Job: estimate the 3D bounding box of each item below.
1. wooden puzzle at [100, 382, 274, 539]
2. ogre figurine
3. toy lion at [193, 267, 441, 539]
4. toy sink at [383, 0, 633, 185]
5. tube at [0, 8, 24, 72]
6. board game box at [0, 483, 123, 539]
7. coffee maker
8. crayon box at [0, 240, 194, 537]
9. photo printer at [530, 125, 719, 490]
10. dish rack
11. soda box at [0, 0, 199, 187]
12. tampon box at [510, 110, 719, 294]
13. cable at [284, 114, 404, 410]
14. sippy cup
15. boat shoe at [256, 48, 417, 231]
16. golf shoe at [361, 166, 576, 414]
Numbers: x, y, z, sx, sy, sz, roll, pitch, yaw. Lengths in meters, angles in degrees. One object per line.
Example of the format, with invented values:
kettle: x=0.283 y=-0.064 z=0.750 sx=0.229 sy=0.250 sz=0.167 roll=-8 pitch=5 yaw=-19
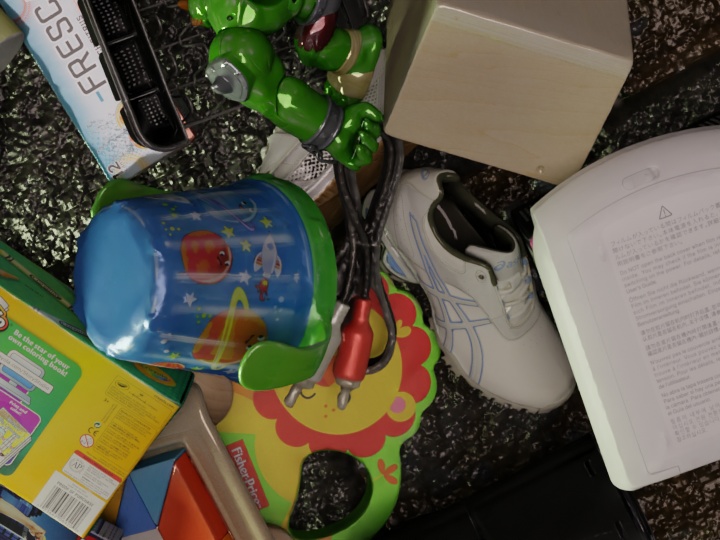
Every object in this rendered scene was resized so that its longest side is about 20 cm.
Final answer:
wooden puzzle: x=-0.140 y=0.189 z=1.418 sx=0.184 sy=0.037 sz=0.201 roll=-18 pitch=100 yaw=36
ogre figurine: x=-0.043 y=-0.171 z=1.295 sx=0.119 sy=0.098 sz=0.202 roll=9 pitch=92 yaw=-35
toy lion: x=-0.030 y=0.098 z=1.442 sx=0.190 sy=0.069 sz=0.201 roll=-21 pitch=101 yaw=-5
toy sink: x=0.091 y=-0.165 z=1.351 sx=0.129 sy=0.201 sz=0.112 roll=15 pitch=129 yaw=-11
tube: x=-0.299 y=-0.208 z=1.347 sx=0.200 sy=0.052 sz=0.058 roll=46 pitch=112 yaw=6
board game box: x=-0.240 y=0.225 z=1.423 sx=0.199 sy=0.062 sz=0.201 roll=28 pitch=114 yaw=-4
coffee maker: x=0.101 y=0.208 z=1.395 sx=0.199 sy=0.192 sz=0.135 roll=-27 pitch=84 yaw=2
crayon box: x=-0.222 y=0.064 z=1.335 sx=0.199 sy=0.058 sz=0.119 roll=35 pitch=109 yaw=-8
photo printer: x=0.202 y=0.017 z=1.294 sx=0.165 sy=0.069 sz=0.201 roll=-21 pitch=101 yaw=2
dish rack: x=-0.086 y=-0.175 z=1.354 sx=0.199 sy=0.054 sz=0.154 roll=-23 pitch=96 yaw=-23
soda box: x=-0.185 y=-0.158 z=1.384 sx=0.068 sy=0.064 sz=0.201 roll=-30 pitch=99 yaw=4
tampon box: x=0.223 y=-0.008 z=1.391 sx=0.199 sy=0.126 sz=0.151 roll=-25 pitch=100 yaw=3
cable: x=0.000 y=0.000 z=1.365 sx=0.096 sy=0.050 sz=0.201 roll=16 pitch=112 yaw=-18
sippy cup: x=-0.105 y=0.006 z=1.313 sx=0.130 sy=0.177 sz=0.141 roll=2 pitch=86 yaw=-42
boat shoe: x=-0.035 y=-0.069 z=1.409 sx=0.200 sy=0.071 sz=0.069 roll=-41 pitch=73 yaw=13
golf shoe: x=0.085 y=0.014 z=1.398 sx=0.200 sy=0.097 sz=0.078 roll=48 pitch=63 yaw=-11
